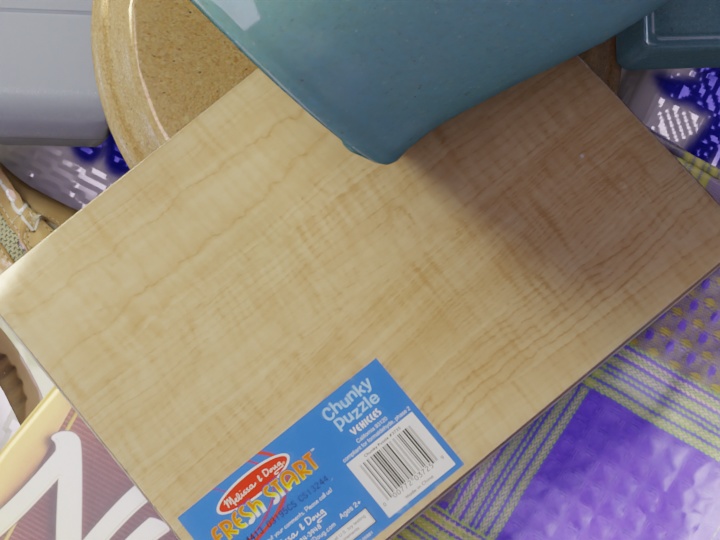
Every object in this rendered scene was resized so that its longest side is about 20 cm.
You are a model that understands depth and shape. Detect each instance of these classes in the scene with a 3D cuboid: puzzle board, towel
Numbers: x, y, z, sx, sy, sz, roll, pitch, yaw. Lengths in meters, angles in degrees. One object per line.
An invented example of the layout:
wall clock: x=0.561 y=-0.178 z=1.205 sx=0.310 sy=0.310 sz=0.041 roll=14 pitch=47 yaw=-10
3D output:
puzzle board: x=0.000 y=0.000 z=0.765 sx=0.200 sy=0.017 sz=0.151 roll=-39 pitch=73 yaw=-6
towel: x=0.071 y=0.048 z=0.762 sx=0.144 sy=0.023 sz=0.200 roll=33 pitch=80 yaw=16

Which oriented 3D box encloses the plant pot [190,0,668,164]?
plant pot: x=0.027 y=-0.140 z=0.707 sx=0.200 sy=0.200 sz=0.188 roll=45 pitch=97 yaw=5

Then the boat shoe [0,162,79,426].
boat shoe: x=-0.110 y=0.005 z=0.869 sx=0.076 sy=0.072 sz=0.200 roll=-31 pitch=93 yaw=-7

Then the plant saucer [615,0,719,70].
plant saucer: x=0.187 y=-0.107 z=0.820 sx=0.200 sy=0.019 sz=0.070 roll=-2 pitch=91 yaw=-4

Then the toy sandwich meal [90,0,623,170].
toy sandwich meal: x=0.002 y=-0.074 z=0.836 sx=0.205 sy=0.070 sz=0.206 roll=1 pitch=83 yaw=-5

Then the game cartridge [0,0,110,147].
game cartridge: x=-0.138 y=-0.144 z=0.843 sx=0.133 sy=0.040 sz=0.200 roll=1 pitch=78 yaw=-16

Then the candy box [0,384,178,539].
candy box: x=-0.087 y=0.112 z=0.802 sx=0.117 sy=0.056 sz=0.200 roll=38 pitch=85 yaw=2
